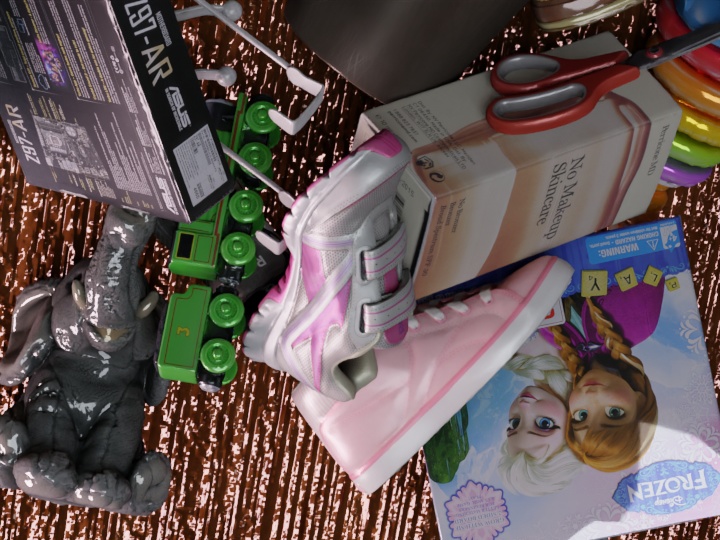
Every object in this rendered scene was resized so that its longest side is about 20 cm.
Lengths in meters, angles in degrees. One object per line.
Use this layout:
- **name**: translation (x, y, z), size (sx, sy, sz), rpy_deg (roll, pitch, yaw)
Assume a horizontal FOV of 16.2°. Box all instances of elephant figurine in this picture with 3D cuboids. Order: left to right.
- **elephant figurine**: translation (-0.171, 0.053, 1.651), size (0.141, 0.155, 0.201), rpy_deg (20, 77, -51)

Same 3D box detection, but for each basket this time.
- **basket**: translation (0.054, -0.209, 1.590), size (0.180, 0.136, 0.200), rpy_deg (18, 115, -48)

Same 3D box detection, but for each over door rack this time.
- **over door rack**: translation (-0.083, -0.127, 1.537), size (0.066, 0.200, 0.148), rpy_deg (-32, 156, -22)

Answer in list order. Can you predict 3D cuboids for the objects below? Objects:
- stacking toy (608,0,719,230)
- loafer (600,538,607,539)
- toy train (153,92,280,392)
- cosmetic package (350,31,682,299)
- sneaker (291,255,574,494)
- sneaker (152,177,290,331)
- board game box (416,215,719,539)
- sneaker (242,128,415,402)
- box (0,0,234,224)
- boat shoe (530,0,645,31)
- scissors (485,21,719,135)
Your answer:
- **stacking toy**: translation (0.215, -0.098, 1.687), size (0.109, 0.116, 0.200), rpy_deg (23, 118, -11)
- **loafer**: translation (0.105, 0.134, 1.750), size (0.075, 0.070, 0.201), rpy_deg (-28, 96, 4)
- **toy train**: translation (-0.091, -0.021, 1.601), size (0.056, 0.042, 0.201), rpy_deg (8, 72, 2)
- **cosmetic package**: translation (0.095, -0.067, 1.615), size (0.199, 0.087, 0.104), rpy_deg (-22, 145, -28)
- **sneaker**: translation (0.039, 0.041, 1.630), size (0.200, 0.075, 0.105), rpy_deg (-45, 89, 8)
- **sneaker**: translation (-0.088, -0.018, 1.653), size (0.066, 0.091, 0.200), rpy_deg (-41, 111, 5)
- **board game box**: translation (0.135, 0.081, 1.677), size (0.199, 0.041, 0.200), rpy_deg (-12, 87, 6)
- **sneaker**: translation (0.000, 0.000, 1.541), size (0.088, 0.081, 0.200), rpy_deg (36, 135, 16)
- **box**: translation (-0.170, -0.133, 1.524), size (0.044, 0.160, 0.201), rpy_deg (-39, 126, -32)
- **boat shoe**: translation (0.188, -0.227, 1.636), size (0.200, 0.072, 0.068), rpy_deg (-34, 114, -7)
- **scissors**: translation (0.173, -0.124, 1.568), size (0.199, 0.073, 0.014), rpy_deg (-11, 129, 1)
